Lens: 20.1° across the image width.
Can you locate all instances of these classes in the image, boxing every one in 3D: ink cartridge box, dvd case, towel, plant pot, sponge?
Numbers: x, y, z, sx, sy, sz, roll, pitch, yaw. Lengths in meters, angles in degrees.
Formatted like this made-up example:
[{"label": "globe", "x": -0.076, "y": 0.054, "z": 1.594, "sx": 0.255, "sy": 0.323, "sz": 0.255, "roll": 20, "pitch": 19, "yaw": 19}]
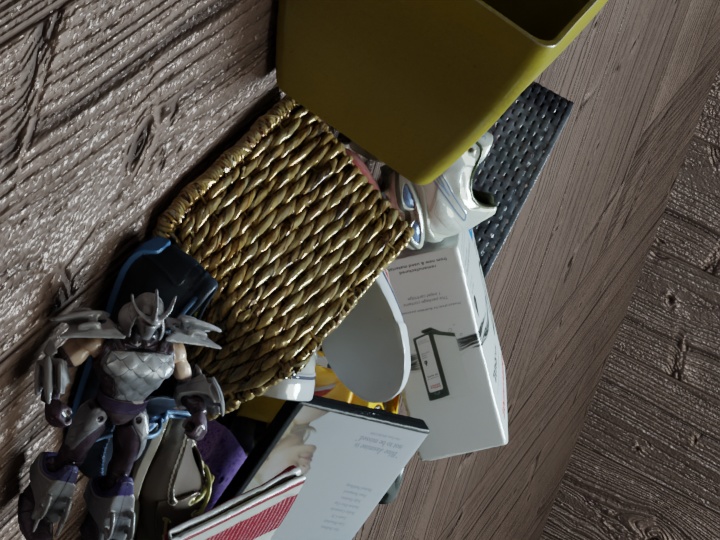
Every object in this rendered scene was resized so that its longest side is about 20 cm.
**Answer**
[{"label": "ink cartridge box", "x": 0.070, "y": 0.042, "z": 1.783, "sx": 0.146, "sy": 0.084, "sz": 0.201, "roll": -84, "pitch": 160, "yaw": -63}, {"label": "dvd case", "x": -0.049, "y": 0.189, "z": 1.679, "sx": 0.142, "sy": 0.018, "sz": 0.200, "roll": 15, "pitch": 119, "yaw": -38}, {"label": "towel", "x": -0.129, "y": 0.233, "z": 1.580, "sx": 0.144, "sy": 0.023, "sz": 0.200, "roll": -23, "pitch": 154, "yaw": -41}, {"label": "plant pot", "x": 0.052, "y": -0.185, "z": 1.441, "sx": 0.200, "sy": 0.200, "sz": 0.177, "roll": -47, "pitch": 169, "yaw": -50}, {"label": "sponge", "x": -0.160, "y": 0.224, "z": 1.688, "sx": 0.200, "sy": 0.030, "sz": 0.112, "roll": -60, "pitch": 164, "yaw": -13}]

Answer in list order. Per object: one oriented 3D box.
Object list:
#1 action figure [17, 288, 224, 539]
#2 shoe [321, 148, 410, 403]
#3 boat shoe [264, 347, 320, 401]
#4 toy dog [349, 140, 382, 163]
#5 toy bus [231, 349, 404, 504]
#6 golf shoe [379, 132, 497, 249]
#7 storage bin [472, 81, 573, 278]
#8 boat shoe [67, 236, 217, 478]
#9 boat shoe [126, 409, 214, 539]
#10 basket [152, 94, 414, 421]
[{"label": "action figure", "x": -0.157, "y": 0.096, "z": 1.316, "sx": 0.069, "sy": 0.130, "sz": 0.201, "roll": -111, "pitch": -142, "yaw": -56}, {"label": "shoe", "x": 0.000, "y": 0.000, "z": 1.625, "sx": 0.201, "sy": 0.071, "sz": 0.091, "roll": 69, "pitch": 25, "yaw": -11}, {"label": "boat shoe", "x": -0.062, "y": 0.056, "z": 1.618, "sx": 0.200, "sy": 0.072, "sz": 0.066, "roll": -58, "pitch": 159, "yaw": -81}, {"label": "toy dog", "x": 0.071, "y": -0.136, "z": 1.751, "sx": 0.200, "sy": 0.096, "sz": 0.132, "roll": -43, "pitch": 156, "yaw": -54}, {"label": "toy bus", "x": -0.018, "y": 0.094, "z": 1.798, "sx": 0.200, "sy": 0.135, "sz": 0.193, "roll": 67, "pitch": 37, "yaw": -68}, {"label": "golf shoe", "x": 0.055, "y": -0.116, "z": 1.633, "sx": 0.078, "sy": 0.097, "sz": 0.201, "roll": -97, "pitch": 173, "yaw": -57}, {"label": "storage bin", "x": 0.108, "y": -0.085, "z": 1.916, "sx": 0.200, "sy": 0.094, "sz": 0.135, "roll": -61, "pitch": -178, "yaw": -7}, {"label": "boat shoe", "x": -0.149, "y": 0.075, "z": 1.381, "sx": 0.084, "sy": 0.068, "sz": 0.200, "roll": -50, "pitch": 163, "yaw": -49}, {"label": "boat shoe", "x": -0.140, "y": 0.163, "z": 1.530, "sx": 0.200, "sy": 0.059, "sz": 0.072, "roll": 109, "pitch": 3, "yaw": -56}, {"label": "basket", "x": -0.085, "y": -0.010, "z": 1.482, "sx": 0.143, "sy": 0.149, "sz": 0.200, "roll": -30, "pitch": -165, "yaw": 45}]
